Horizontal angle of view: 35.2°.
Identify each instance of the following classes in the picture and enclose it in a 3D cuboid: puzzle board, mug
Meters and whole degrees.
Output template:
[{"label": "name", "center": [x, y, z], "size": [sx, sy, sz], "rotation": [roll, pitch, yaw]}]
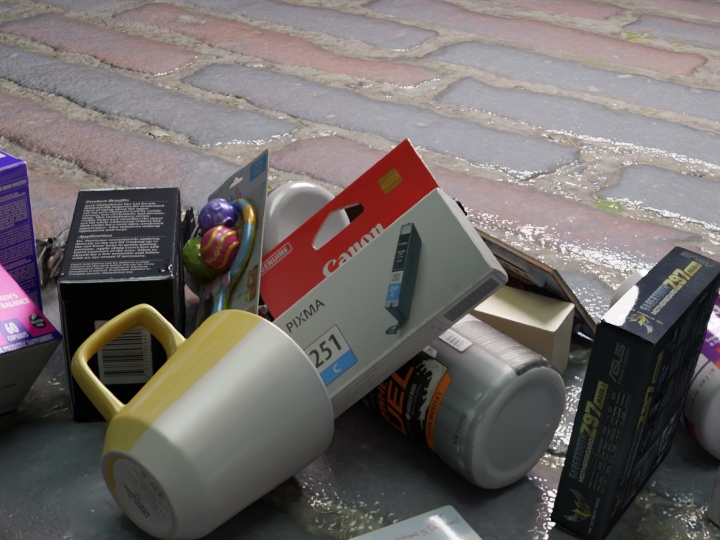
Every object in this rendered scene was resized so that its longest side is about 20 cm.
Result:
[{"label": "puzzle board", "center": [0.155, 0.003, 1.192], "size": [0.199, 0.151, 0.017], "rotation": [31, 80, 43]}, {"label": "mug", "center": [-0.139, 0.130, 0.920], "size": [0.185, 0.151, 0.153], "rotation": [16, 39, 34]}]

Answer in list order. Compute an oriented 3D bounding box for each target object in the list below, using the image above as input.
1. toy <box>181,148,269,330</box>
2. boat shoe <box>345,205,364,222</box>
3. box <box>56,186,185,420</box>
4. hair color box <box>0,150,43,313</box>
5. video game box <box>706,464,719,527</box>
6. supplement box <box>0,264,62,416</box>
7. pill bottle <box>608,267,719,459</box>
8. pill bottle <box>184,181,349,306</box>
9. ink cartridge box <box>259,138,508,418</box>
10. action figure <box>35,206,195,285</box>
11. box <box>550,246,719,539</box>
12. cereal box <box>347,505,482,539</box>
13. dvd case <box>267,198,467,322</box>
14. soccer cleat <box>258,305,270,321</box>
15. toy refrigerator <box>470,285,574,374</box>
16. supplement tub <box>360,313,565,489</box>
[{"label": "toy", "center": [-0.135, -0.011, 1.056], "size": [0.047, 0.115, 0.202], "rotation": [18, 58, -34]}, {"label": "boat shoe", "center": [0.020, -0.068, 1.311], "size": [0.199, 0.074, 0.063], "rotation": [-7, 12, 36]}, {"label": "box", "center": [-0.223, 0.025, 1.090], "size": [0.103, 0.149, 0.200], "rotation": [-2, 27, -7]}, {"label": "hair color box", "center": [-0.369, -0.021, 1.106], "size": [0.109, 0.202, 0.065], "rotation": [24, 33, 36]}, {"label": "video game box", "center": [0.384, 0.112, 0.930], "size": [0.199, 0.184, 0.047], "rotation": [-15, 32, -28]}, {"label": "supplement box", "center": [-0.378, 0.032, 1.005], "size": [0.200, 0.104, 0.101], "rotation": [44, 24, 14]}, {"label": "pill bottle", "center": [0.316, 0.078, 1.063], "size": [0.110, 0.112, 0.200], "rotation": [-7, 29, -16]}, {"label": "pill bottle", "center": [-0.104, -0.020, 1.158], "size": [0.109, 0.110, 0.199], "rotation": [-22, 4, -38]}, {"label": "ink cartridge box", "center": [0.000, 0.000, 0.979], "size": [0.177, 0.200, 0.045], "rotation": [57, 13, 29]}, {"label": "action figure", "center": [-0.286, -0.029, 1.273], "size": [0.198, 0.070, 0.131], "rotation": [1, 37, 6]}, {"label": "box", "center": [0.225, 0.100, 0.923], "size": [0.051, 0.202, 0.157], "rotation": [23, 35, 26]}, {"label": "cereal box", "center": [0.055, 0.254, 0.792], "size": [0.143, 0.040, 0.200], "rotation": [-12, 31, -25]}, {"label": "dvd case", "center": [0.000, -0.004, 1.141], "size": [0.200, 0.025, 0.150], "rotation": [-41, 16, -15]}, {"label": "soccer cleat", "center": [-0.102, 0.083, 1.079], "size": [0.085, 0.069, 0.199], "rotation": [-44, 37, -17]}, {"label": "toy refrigerator", "center": [0.108, 0.052, 1.138], "size": [0.199, 0.077, 0.070], "rotation": [15, 30, 25]}, {"label": "supplement tub", "center": [0.072, 0.094, 1.006], "size": [0.122, 0.124, 0.199], "rotation": [-19, 34, -35]}]
